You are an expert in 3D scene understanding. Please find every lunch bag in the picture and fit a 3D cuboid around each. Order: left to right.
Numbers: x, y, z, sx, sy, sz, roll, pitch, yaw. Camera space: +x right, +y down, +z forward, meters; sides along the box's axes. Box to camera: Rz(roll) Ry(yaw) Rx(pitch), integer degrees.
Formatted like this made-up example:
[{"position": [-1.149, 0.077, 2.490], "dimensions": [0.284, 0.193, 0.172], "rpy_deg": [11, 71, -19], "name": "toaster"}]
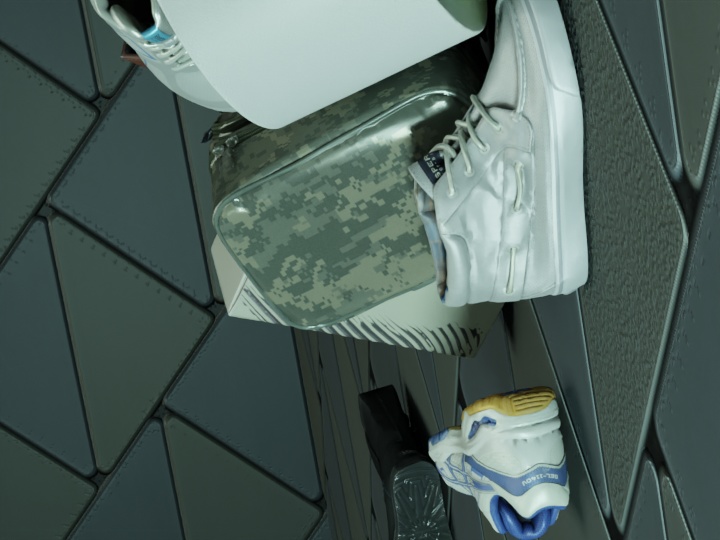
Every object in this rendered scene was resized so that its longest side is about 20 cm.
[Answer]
[{"position": [0.000, -0.080, 1.270], "dimensions": [0.140, 0.199, 0.168], "rpy_deg": [52, -161, -32], "name": "lunch bag"}]

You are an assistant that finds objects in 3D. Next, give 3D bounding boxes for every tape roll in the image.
[{"position": [-0.031, -0.201, 1.137], "dimensions": [0.203, 0.139, 0.203], "rpy_deg": [52, -156, -35], "name": "tape roll"}]

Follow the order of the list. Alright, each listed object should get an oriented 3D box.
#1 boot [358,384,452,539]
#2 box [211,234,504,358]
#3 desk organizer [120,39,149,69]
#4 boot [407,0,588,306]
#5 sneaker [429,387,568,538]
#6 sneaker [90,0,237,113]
[{"position": [0.040, 0.228, 2.011], "dimensions": [0.200, 0.065, 0.166], "rpy_deg": [-126, 35, -67], "name": "boot"}, {"position": [0.000, 0.000, 1.403], "dimensions": [0.082, 0.199, 0.069], "rpy_deg": [-108, 37, -49], "name": "box"}, {"position": [-0.087, -0.221, 1.283], "dimensions": [0.072, 0.077, 0.201], "rpy_deg": [-9, 65, 57], "name": "desk organizer"}, {"position": [0.075, -0.070, 1.131], "dimensions": [0.074, 0.095, 0.201], "rpy_deg": [-117, 17, -65], "name": "boot"}, {"position": [0.095, 0.143, 1.338], "dimensions": [0.200, 0.075, 0.089], "rpy_deg": [102, 155, -75], "name": "sneaker"}, {"position": [-0.120, -0.150, 1.159], "dimensions": [0.200, 0.075, 0.087], "rpy_deg": [49, -160, -41], "name": "sneaker"}]
